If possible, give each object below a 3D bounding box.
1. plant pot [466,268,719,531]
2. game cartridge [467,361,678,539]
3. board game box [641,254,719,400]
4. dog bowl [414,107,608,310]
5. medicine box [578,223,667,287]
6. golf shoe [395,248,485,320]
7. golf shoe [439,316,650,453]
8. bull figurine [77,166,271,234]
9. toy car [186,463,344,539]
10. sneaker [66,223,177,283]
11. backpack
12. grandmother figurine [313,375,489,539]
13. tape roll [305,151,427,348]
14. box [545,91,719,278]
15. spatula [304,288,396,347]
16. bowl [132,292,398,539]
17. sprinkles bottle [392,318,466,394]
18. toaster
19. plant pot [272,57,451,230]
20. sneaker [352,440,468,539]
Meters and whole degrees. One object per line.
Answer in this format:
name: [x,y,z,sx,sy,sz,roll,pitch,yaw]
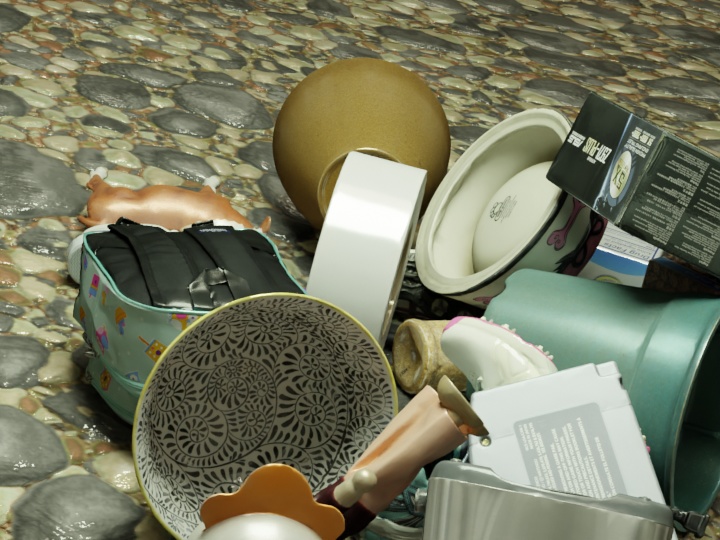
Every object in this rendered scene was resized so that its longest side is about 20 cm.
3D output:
plant pot: [0.206,0.091,1.548,0.196,0.200,0.200,16,21,27]
game cartridge: [0.151,0.170,1.350,0.133,0.042,0.200,-15,62,1]
board game box: [0.336,0.064,1.705,0.097,0.159,0.200,29,26,35]
dog bowl: [0.144,-0.046,1.691,0.074,0.200,0.200,35,12,-28]
medicine box: [0.220,-0.019,1.908,0.182,0.103,0.200,19,23,12]
golf shoe: [0.051,0.009,1.786,0.200,0.077,0.088,16,-2,-24]
golf shoe: [0.126,0.112,1.436,0.200,0.075,0.092,38,67,26]
bull figurine: [-0.178,-0.052,1.816,0.200,0.065,0.121,9,19,-17]
toy car: [-0.047,0.208,1.095,0.177,0.200,0.184,9,23,-11]
sneaker: [-0.168,-0.012,1.712,0.200,0.073,0.071,11,26,-5]
backpack: [-0.132,0.047,1.483,0.176,0.153,0.200,3,11,-22]
grandmother figurine: [-0.002,0.157,1.303,0.061,0.200,0.121,50,-2,27]
tape roll: [0.000,0.000,1.612,0.071,0.202,0.202,15,22,4]
box: [0.278,-0.055,1.538,0.200,0.086,0.164,24,9,-21]
spatula: [-0.011,0.044,1.735,0.200,0.021,0.057,24,10,19]
bowl: [-0.083,0.104,1.356,0.201,0.201,0.094,2,11,-25]
sprinkles bottle: [0.128,0.075,1.680,0.200,0.068,0.068,0,26,-29]
toaster: [0.127,0.208,1.245,0.200,0.129,0.114,11,-10,6]
plant pot: [0.002,-0.101,1.844,0.186,0.186,0.200,12,17,-4]
sneaker: [0.074,0.154,1.438,0.078,0.086,0.200,25,25,24]
